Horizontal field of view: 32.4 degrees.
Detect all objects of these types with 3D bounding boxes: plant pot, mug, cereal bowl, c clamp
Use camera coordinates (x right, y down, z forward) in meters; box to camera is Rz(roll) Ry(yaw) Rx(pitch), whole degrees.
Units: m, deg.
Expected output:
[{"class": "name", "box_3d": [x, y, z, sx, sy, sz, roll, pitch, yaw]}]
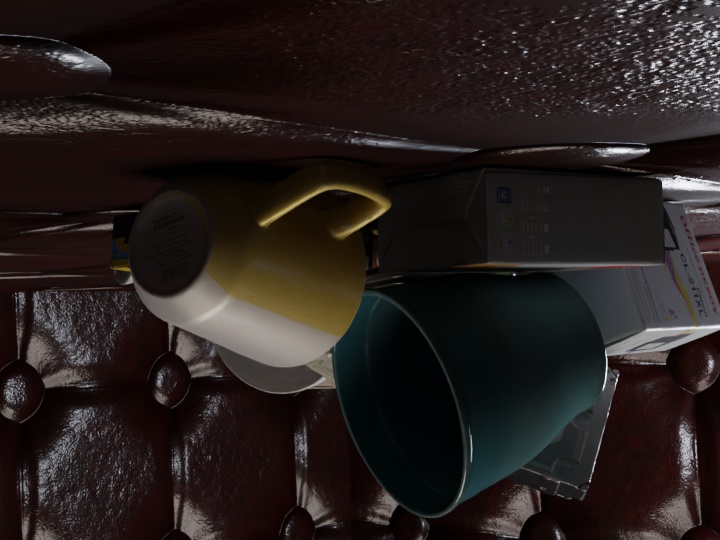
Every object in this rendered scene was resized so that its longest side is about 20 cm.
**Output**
[{"class": "plant pot", "box_3d": [0.105, 0.087, 1.088, 0.187, 0.201, 0.200, -18, -174, -29]}, {"class": "mug", "box_3d": [-0.088, -0.024, 0.951, 0.149, 0.187, 0.153, 35, -170, 33]}, {"class": "cereal bowl", "box_3d": [-0.086, 0.050, 1.535, 0.199, 0.202, 0.083, -3, -179, 27]}, {"class": "c clamp", "box_3d": [0.042, 0.023, 1.210, 0.199, 0.027, 0.171, -9, 165, 26]}]

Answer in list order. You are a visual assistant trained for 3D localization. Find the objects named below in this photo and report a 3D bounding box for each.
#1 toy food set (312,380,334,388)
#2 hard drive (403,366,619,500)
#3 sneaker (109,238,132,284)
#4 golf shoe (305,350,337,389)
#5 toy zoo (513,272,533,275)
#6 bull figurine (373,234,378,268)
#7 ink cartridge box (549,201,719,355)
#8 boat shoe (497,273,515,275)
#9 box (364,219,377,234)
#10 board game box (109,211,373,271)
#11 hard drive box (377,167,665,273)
[{"class": "toy food set", "box_3d": [-0.060, 0.056, 1.606, 0.143, 0.201, 0.060, -3, -177, 24]}, {"class": "hard drive", "box_3d": [0.137, 0.127, 1.193, 0.199, 0.140, 0.038, 19, 147, 9]}, {"class": "sneaker", "box_3d": [-0.220, -0.021, 1.402, 0.080, 0.071, 0.200, -11, -172, -27]}, {"class": "golf shoe", "box_3d": [-0.036, 0.075, 1.274, 0.199, 0.076, 0.091, 17, 167, 32]}, {"class": "toy zoo", "box_3d": [0.208, -0.006, 1.338, 0.199, 0.021, 0.131, 14, -158, -45]}, {"class": "bull figurine", "box_3d": [0.000, 0.000, 1.303, 0.199, 0.066, 0.121, -5, 161, 37]}, {"class": "ink cartridge box", "box_3d": [0.279, 0.005, 1.267, 0.083, 0.147, 0.199, -26, 164, 35]}, {"class": "boat shoe", "box_3d": [0.086, 0.048, 1.353, 0.072, 0.200, 0.072, 40, -159, 6]}, {"class": "box", "box_3d": [-0.037, -0.046, 1.365, 0.163, 0.021, 0.200, -2, 177, -28]}, {"class": "board game box", "box_3d": [-0.113, -0.021, 1.198, 0.165, 0.057, 0.199, -5, 168, 42]}, {"class": "hard drive box", "box_3d": [0.138, -0.039, 1.070, 0.199, 0.077, 0.156, -1, 178, -33]}]
